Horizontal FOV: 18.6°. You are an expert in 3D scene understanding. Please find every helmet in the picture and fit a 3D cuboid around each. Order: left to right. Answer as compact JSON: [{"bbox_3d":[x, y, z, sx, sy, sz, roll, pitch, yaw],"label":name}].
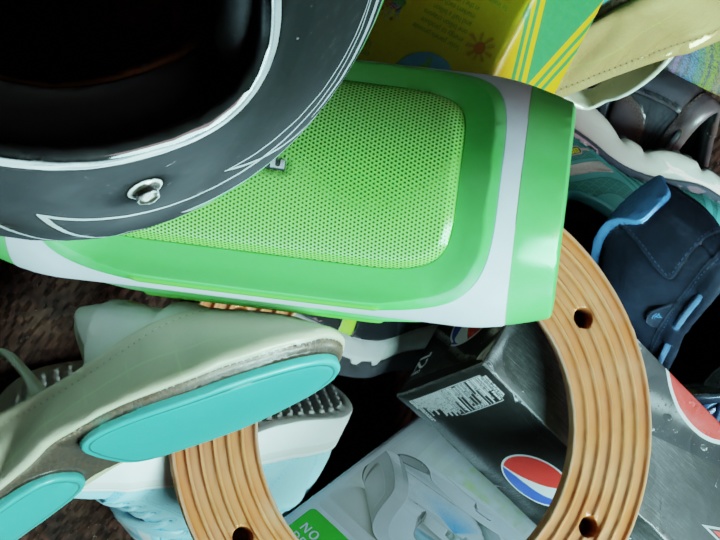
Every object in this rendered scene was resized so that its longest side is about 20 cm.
[{"bbox_3d":[-0.078,-0.108,0.631,0.199,0.200,0.192,-12,133,-50],"label":"helmet"}]

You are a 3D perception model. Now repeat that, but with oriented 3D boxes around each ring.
[{"bbox_3d":[0.020,0.060,0.860,0.201,0.200,0.019,-50,-169,-14],"label":"ring"}]

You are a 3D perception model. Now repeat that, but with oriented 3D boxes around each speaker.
[{"bbox_3d":[-0.030,-0.032,0.744,0.088,0.198,0.089,7,90,-86],"label":"speaker"}]

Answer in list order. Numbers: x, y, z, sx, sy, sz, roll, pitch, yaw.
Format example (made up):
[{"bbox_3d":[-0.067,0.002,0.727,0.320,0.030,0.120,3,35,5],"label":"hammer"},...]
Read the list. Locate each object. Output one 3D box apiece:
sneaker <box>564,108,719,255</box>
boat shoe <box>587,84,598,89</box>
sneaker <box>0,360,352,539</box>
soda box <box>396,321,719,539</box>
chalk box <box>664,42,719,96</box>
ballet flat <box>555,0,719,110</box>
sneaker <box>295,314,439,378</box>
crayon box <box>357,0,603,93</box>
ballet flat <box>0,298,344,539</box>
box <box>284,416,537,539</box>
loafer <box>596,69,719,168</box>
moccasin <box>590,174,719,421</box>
[{"bbox_3d":[0.123,-0.014,1.042,0.199,0.080,0.077,22,132,-38],"label":"sneaker"},{"bbox_3d":[0.090,-0.127,0.931,0.200,0.070,0.071,68,27,-60],"label":"boat shoe"},{"bbox_3d":[-0.078,0.086,0.897,0.199,0.074,0.082,2,115,-52],"label":"sneaker"},{"bbox_3d":[0.114,0.086,0.950,0.200,0.063,0.071,44,56,-18],"label":"soda box"},{"bbox_3d":[0.227,-0.143,1.013,0.124,0.199,0.125,-36,142,-31],"label":"chalk box"},{"bbox_3d":[0.061,-0.075,0.869,0.063,0.199,0.069,43,35,-37],"label":"ballet flat"},{"bbox_3d":[0.000,0.000,0.960,0.199,0.071,0.084,1,96,-58],"label":"sneaker"},{"bbox_3d":[0.020,-0.104,0.829,0.051,0.127,0.201,19,101,-57],"label":"crayon box"},{"bbox_3d":[-0.103,0.048,0.775,0.199,0.070,0.069,-28,148,9],"label":"ballet flat"},{"bbox_3d":[0.018,0.165,1.035,0.176,0.097,0.201,-33,155,-37],"label":"box"},{"bbox_3d":[0.145,-0.020,1.130,0.072,0.063,0.201,-34,140,-33],"label":"loafer"},{"bbox_3d":[0.144,0.037,0.984,0.080,0.068,0.200,-45,152,-7],"label":"moccasin"}]
